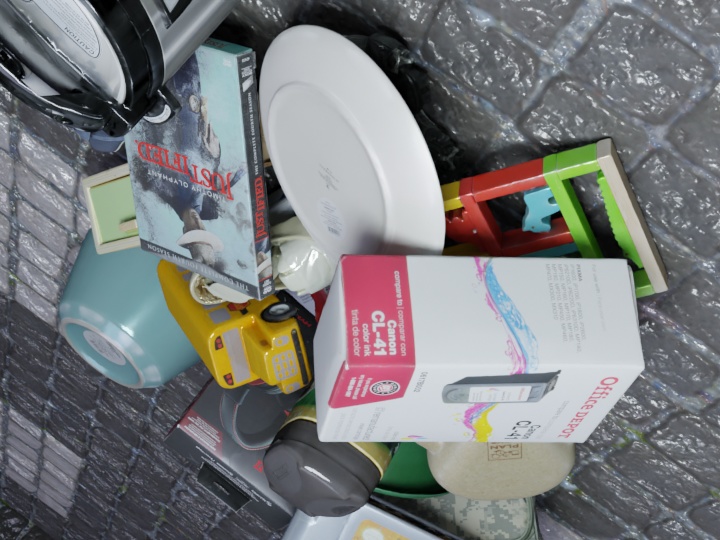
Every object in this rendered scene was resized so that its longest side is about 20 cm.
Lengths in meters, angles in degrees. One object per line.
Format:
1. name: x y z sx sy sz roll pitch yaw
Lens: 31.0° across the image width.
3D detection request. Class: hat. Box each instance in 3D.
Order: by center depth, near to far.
1. hat: 0.034 0.090 1.172 0.165 0.200 0.177 29 109 33

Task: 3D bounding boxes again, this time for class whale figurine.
1. whale figurine: 0.117 0.113 1.102 0.158 0.104 0.200 -5 140 5

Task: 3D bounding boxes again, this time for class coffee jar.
1. coffee jar: 0.005 0.097 1.021 0.085 0.200 0.104 36 153 -5

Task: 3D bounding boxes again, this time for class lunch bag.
1. lunch bag: 0.082 0.267 1.251 0.199 0.168 0.139 -6 166 3

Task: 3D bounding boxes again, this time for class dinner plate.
1. dinner plate: -0.016 -0.070 0.896 0.200 0.024 0.201 40 146 34

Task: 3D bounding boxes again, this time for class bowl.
1. bowl: -0.258 0.057 1.453 0.200 0.105 0.201 28 153 16

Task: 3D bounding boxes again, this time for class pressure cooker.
1. pressure cooker: -0.178 -0.195 0.865 0.175 0.200 0.179 26 150 21

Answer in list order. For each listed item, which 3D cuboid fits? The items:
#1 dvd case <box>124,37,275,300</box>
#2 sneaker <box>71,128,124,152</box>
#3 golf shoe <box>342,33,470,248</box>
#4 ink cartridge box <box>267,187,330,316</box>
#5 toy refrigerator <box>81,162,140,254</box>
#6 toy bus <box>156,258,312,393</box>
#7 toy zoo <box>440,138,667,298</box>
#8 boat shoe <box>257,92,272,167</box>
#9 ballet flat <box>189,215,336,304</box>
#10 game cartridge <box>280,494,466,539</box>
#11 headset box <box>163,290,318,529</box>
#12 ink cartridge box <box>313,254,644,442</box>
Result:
1. dvd case: -0.130 -0.087 1.004 0.146 0.022 0.201 22 128 36
2. sneaker: -0.257 -0.184 1.109 0.202 0.077 0.146 41 170 26
3. golf shoe: 0.018 -0.091 0.952 0.094 0.078 0.200 25 146 44
4. ink cartridge box: 0.000 0.000 1.135 0.200 0.043 0.196 41 153 -16
5. toy refrigerator: -0.181 -0.065 1.180 0.200 0.070 0.076 -8 94 54
6. toy bus: -0.111 0.041 1.138 0.200 0.078 0.065 -136 30 -56
7. toy zoo: 0.102 -0.013 0.920 0.199 0.021 0.131 -14 129 22
8. boat shoe: -0.098 -0.106 1.033 0.200 0.069 0.074 23 175 33
9. ballet flat: -0.062 -0.005 1.050 0.199 0.070 0.070 -9 130 36
10. game cartridge: 0.021 0.276 1.146 0.199 0.134 0.042 26 -174 -5
11. headset box: -0.087 0.146 1.289 0.149 0.200 0.075 39 153 -3
12. ink cartridge box: 0.074 0.057 0.889 0.199 0.086 0.148 2 152 -8
